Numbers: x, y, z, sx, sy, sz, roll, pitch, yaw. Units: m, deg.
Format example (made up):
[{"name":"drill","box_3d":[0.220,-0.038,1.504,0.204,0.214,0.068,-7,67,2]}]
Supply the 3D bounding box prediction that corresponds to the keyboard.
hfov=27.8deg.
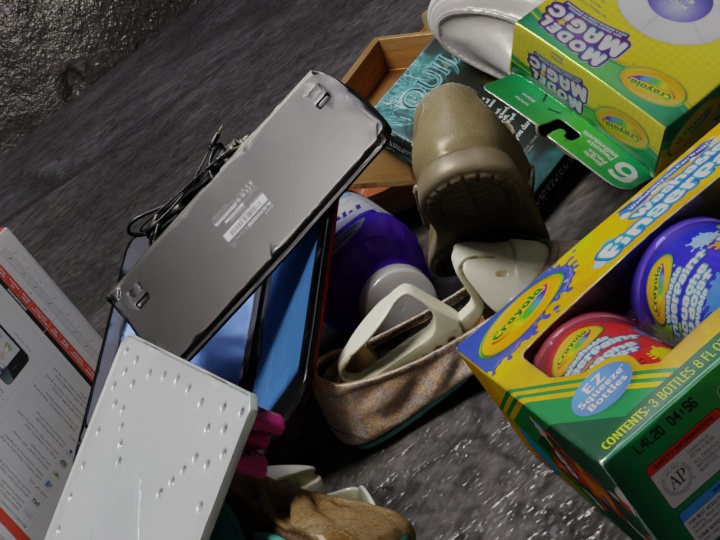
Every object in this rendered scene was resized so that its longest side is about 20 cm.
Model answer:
[{"name":"keyboard","box_3d":[-0.069,-0.035,0.885,0.200,0.040,0.104,-46,59,6]}]

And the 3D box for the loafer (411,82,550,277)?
[{"name":"loafer","box_3d":[0.067,-0.047,0.819,0.075,0.068,0.200,-7,-16,3]}]

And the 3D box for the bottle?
[{"name":"bottle","box_3d":[0.000,0.000,0.961,0.084,0.065,0.200,-44,19,-1]}]

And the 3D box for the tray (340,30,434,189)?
[{"name":"tray","box_3d":[0.027,-0.123,1.087,0.098,0.037,0.200,-3,30,24]}]

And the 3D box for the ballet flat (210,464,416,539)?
[{"name":"ballet flat","box_3d":[-0.035,0.130,0.748,0.072,0.068,0.199,-25,11,-28]}]

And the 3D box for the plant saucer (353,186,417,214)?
[{"name":"plant saucer","box_3d":[0.060,-0.105,1.146,0.200,0.032,0.201,-34,18,13]}]

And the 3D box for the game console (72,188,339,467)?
[{"name":"game console","box_3d":[-0.092,0.024,0.890,0.171,0.119,0.201,-1,52,10]}]

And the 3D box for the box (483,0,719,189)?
[{"name":"box","box_3d":[0.177,-0.137,0.847,0.200,0.049,0.117,-39,63,-22]}]

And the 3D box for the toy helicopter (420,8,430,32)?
[{"name":"toy helicopter","box_3d":[0.120,-0.229,1.233,0.132,0.079,0.199,-24,1,40]}]

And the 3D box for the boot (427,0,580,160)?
[{"name":"boot","box_3d":[0.121,-0.123,0.900,0.198,0.074,0.096,15,49,21]}]

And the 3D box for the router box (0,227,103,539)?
[{"name":"router box","box_3d":[-0.218,0.105,0.910,0.049,0.201,0.180,-21,25,38]}]

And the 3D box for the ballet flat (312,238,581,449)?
[{"name":"ballet flat","box_3d":[0.055,0.026,0.800,0.199,0.067,0.068,-35,19,10]}]

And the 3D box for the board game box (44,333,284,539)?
[{"name":"board game box","box_3d":[-0.120,0.145,0.766,0.200,0.026,0.202,14,82,63]}]

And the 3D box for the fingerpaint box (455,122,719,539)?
[{"name":"fingerpaint box","box_3d":[0.159,0.015,0.627,0.200,0.074,0.167,-40,19,-4]}]

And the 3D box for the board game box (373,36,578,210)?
[{"name":"board game box","box_3d":[0.113,-0.136,0.980,0.135,0.028,0.200,31,69,26]}]
